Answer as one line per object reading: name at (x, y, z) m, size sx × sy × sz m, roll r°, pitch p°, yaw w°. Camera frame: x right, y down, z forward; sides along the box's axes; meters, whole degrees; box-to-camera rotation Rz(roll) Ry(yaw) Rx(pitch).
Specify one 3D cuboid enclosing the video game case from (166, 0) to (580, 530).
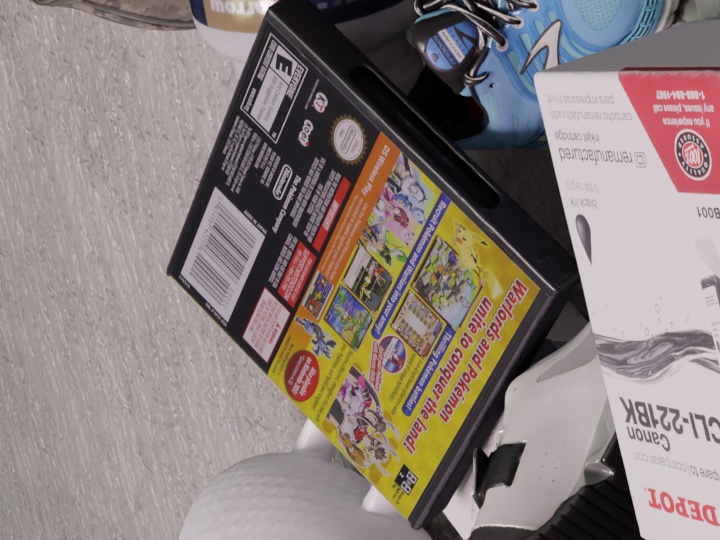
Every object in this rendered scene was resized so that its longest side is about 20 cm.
video game case at (0.000, 0.000, 1.221) m, size 0.181 × 0.025 × 0.200 m, roll 45°, pitch 143°, yaw 15°

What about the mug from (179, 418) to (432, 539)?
mug at (-0.021, 0.158, 1.503) m, size 0.175 × 0.147 × 0.201 m, roll 45°, pitch 116°, yaw 60°

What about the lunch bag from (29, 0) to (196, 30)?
lunch bag at (-0.155, -0.214, 1.483) m, size 0.167 × 0.140 × 0.200 m, roll 31°, pitch -179°, yaw -37°

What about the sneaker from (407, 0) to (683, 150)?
sneaker at (0.070, -0.105, 1.127) m, size 0.079 × 0.089 × 0.200 m, roll 60°, pitch 153°, yaw 24°

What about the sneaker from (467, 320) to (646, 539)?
sneaker at (0.085, 0.092, 1.148) m, size 0.074 × 0.201 × 0.088 m, roll 40°, pitch 174°, yaw -36°

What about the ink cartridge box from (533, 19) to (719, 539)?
ink cartridge box at (0.154, 0.010, 1.029) m, size 0.144 × 0.083 × 0.201 m, roll 8°, pitch 115°, yaw 64°

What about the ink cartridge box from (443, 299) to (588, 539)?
ink cartridge box at (0.092, 0.094, 1.260) m, size 0.200 × 0.067 × 0.118 m, roll 53°, pitch 150°, yaw 39°

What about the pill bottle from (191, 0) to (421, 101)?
pill bottle at (-0.029, -0.166, 1.256) m, size 0.116 × 0.115 × 0.201 m, roll 30°, pitch 135°, yaw 58°
